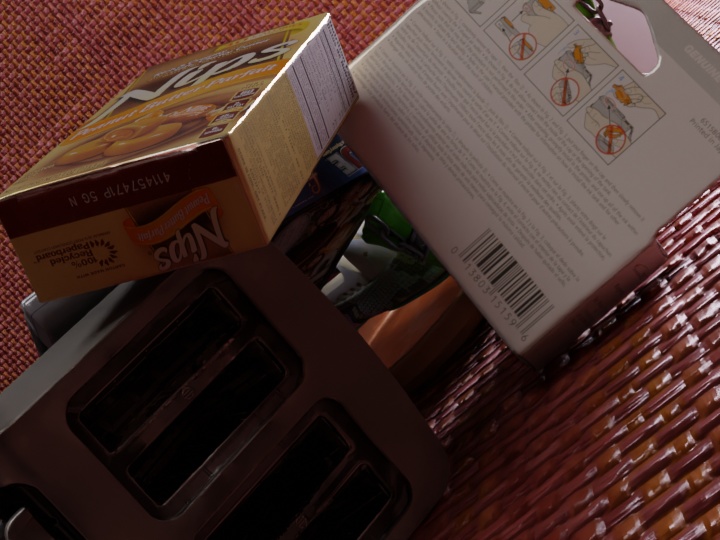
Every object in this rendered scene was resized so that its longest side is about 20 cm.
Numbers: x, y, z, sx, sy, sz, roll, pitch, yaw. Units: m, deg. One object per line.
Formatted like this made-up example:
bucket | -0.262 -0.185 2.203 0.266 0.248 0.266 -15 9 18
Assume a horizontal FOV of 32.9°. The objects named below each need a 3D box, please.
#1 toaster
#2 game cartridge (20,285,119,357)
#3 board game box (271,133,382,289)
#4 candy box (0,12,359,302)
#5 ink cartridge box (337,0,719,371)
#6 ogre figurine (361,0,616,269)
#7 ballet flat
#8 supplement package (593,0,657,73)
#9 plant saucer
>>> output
toaster | -0.073 0.093 0.597 0.200 0.181 0.119 -46 14 -28
game cartridge | -0.131 0.024 0.737 0.133 0.041 0.200 -43 -13 -20
board game box | -0.060 0.008 0.752 0.135 0.035 0.200 -36 -17 -49
candy box | -0.079 -0.062 0.597 0.115 0.056 0.200 -13 23 18
ink cartridge box | 0.095 -0.078 0.650 0.173 0.200 0.044 -41 -27 7
ogre figurine | 0.105 -0.070 0.742 0.200 0.120 0.098 -50 -5 -25
ballet flat | 0.000 0.000 0.835 0.200 0.071 0.069 -37 24 43
supplement package | 0.149 -0.139 0.994 0.200 0.110 0.114 -35 11 45
plant saucer | 0.041 0.028 0.850 0.200 0.032 0.200 -46 12 12
